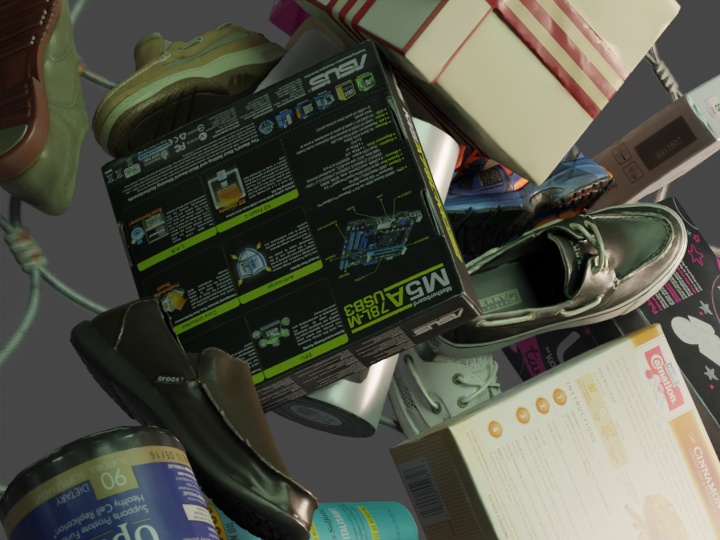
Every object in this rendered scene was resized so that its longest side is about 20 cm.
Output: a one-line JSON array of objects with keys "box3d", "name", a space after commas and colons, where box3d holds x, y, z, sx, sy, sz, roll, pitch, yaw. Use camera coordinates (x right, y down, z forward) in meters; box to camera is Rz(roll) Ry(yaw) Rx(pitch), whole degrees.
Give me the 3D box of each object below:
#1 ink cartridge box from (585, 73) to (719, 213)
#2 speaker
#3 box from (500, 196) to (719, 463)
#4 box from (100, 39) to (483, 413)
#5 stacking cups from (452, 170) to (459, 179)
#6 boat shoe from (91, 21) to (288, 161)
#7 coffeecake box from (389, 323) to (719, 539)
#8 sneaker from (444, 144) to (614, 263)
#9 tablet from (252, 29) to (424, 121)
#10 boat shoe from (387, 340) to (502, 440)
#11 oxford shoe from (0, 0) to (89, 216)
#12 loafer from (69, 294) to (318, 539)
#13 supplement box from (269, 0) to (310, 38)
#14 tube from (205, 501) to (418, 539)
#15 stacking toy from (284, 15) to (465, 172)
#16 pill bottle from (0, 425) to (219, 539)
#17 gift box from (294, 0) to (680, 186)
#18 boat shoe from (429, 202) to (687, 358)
[{"box3d": [0.249, -0.104, 1.934, 0.057, 0.162, 0.200, 54, 39, 1], "name": "ink cartridge box"}, {"box3d": [0.000, 0.000, 1.609, 0.081, 0.081, 0.201, 26, 72, -26], "name": "speaker"}, {"box3d": [0.206, 0.074, 1.767, 0.114, 0.132, 0.201, -20, 73, -46], "name": "box"}, {"box3d": [-0.046, -0.020, 1.563, 0.194, 0.199, 0.048, 69, 10, 25], "name": "box"}, {"box3d": [0.048, -0.048, 1.789, 0.199, 0.061, 0.061, 17, 47, -27], "name": "stacking cups"}, {"box3d": [-0.126, -0.125, 1.683, 0.076, 0.072, 0.200, 41, 29, 14], "name": "boat shoe"}, {"box3d": [0.138, 0.144, 1.632, 0.199, 0.073, 0.154, -23, 89, -37], "name": "coffeecake box"}, {"box3d": [0.087, -0.053, 1.739, 0.199, 0.075, 0.079, -16, 59, -49], "name": "sneaker"}, {"box3d": [-0.039, -0.057, 1.679, 0.130, 0.014, 0.200, 41, 61, -5], "name": "tablet"}, {"box3d": [0.058, 0.071, 1.679, 0.200, 0.069, 0.071, 53, 39, 6], "name": "boat shoe"}, {"box3d": [-0.210, -0.116, 1.603, 0.075, 0.070, 0.201, 52, 27, -40], "name": "oxford shoe"}, {"box3d": [-0.089, 0.080, 1.475, 0.071, 0.073, 0.200, -42, 66, -11], "name": "loafer"}, {"box3d": [0.016, -0.244, 1.880, 0.101, 0.103, 0.201, 34, 42, -18], "name": "supplement box"}, {"box3d": [-0.057, 0.169, 1.512, 0.199, 0.050, 0.078, 0, 51, -37], "name": "tube"}, {"box3d": [0.038, -0.111, 1.811, 0.199, 0.085, 0.086, 27, 42, -31], "name": "stacking toy"}, {"box3d": [-0.116, 0.197, 1.374, 0.111, 0.112, 0.201, -2, 59, -44], "name": "pill bottle"}, {"box3d": [0.078, -0.203, 1.666, 0.187, 0.201, 0.184, 40, -8, -40], "name": "gift box"}, {"box3d": [0.137, 0.002, 1.657, 0.199, 0.064, 0.071, -23, 76, -21], "name": "boat shoe"}]
